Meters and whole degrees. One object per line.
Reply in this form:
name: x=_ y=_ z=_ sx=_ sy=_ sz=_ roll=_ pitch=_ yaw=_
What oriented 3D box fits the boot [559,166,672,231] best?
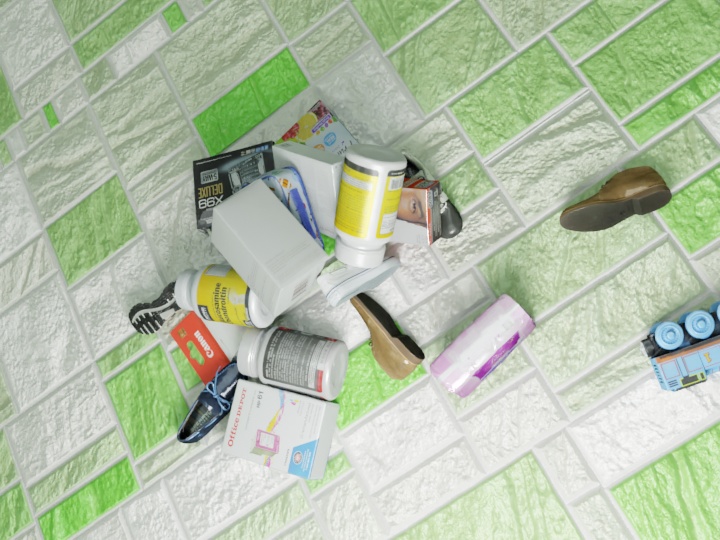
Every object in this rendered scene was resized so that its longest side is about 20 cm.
boot: x=0.454 y=-0.129 z=1.323 sx=0.196 sy=0.074 sz=0.077 roll=-17 pitch=54 yaw=10

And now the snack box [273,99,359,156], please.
snack box: x=-0.071 y=-0.237 z=1.520 sx=0.142 sy=0.053 sz=0.201 roll=-42 pitch=69 yaw=7

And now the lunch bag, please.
lunch bag: x=-0.151 y=-0.097 z=1.439 sx=0.158 sy=0.075 sz=0.204 roll=-9 pitch=105 yaw=46

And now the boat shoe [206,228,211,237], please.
boat shoe: x=-0.245 y=-0.029 z=1.528 sx=0.062 sy=0.073 sz=0.200 roll=-42 pitch=71 yaw=-10

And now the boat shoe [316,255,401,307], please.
boat shoe: x=0.000 y=0.000 z=1.374 sx=0.067 sy=0.198 sz=0.074 roll=51 pitch=131 yaw=13

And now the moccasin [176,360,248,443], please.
moccasin: x=-0.295 y=0.273 z=1.464 sx=0.080 sy=0.068 sz=0.202 roll=34 pitch=93 yaw=9

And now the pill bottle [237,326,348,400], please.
pill bottle: x=-0.131 y=0.173 z=1.409 sx=0.196 sy=0.114 sz=0.117 roll=11 pitch=81 yaw=17

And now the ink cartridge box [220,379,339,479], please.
ink cartridge box: x=-0.156 y=0.306 z=1.407 sx=0.196 sy=0.085 sz=0.148 roll=10 pitch=81 yaw=21

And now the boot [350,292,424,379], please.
boot: x=0.033 y=0.122 z=1.391 sx=0.076 sy=0.073 sz=0.201 roll=-51 pitch=63 yaw=22

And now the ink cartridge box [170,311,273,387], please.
ink cartridge box: x=-0.300 y=0.117 z=1.519 sx=0.199 sy=0.057 sz=0.163 roll=-42 pitch=69 yaw=0

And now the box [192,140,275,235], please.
box: x=-0.263 y=-0.177 z=1.572 sx=0.195 sy=0.050 sz=0.162 roll=-11 pitch=75 yaw=15

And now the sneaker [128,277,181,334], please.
sneaker: x=-0.417 y=0.072 z=1.564 sx=0.198 sy=0.080 sz=0.075 roll=-28 pitch=100 yaw=25

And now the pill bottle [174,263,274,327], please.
pill bottle: x=-0.265 y=0.047 z=1.437 sx=0.196 sy=0.112 sz=0.115 roll=5 pitch=79 yaw=23

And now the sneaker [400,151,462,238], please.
sneaker: x=0.124 y=-0.149 z=1.418 sx=0.074 sy=0.088 sz=0.201 roll=-38 pitch=70 yaw=5

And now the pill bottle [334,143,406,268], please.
pill bottle: x=0.012 y=-0.116 z=1.318 sx=0.112 sy=0.114 sz=0.204 roll=21 pitch=114 yaw=21

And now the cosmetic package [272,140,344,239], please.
cosmetic package: x=-0.092 y=-0.160 z=1.431 sx=0.198 sy=0.051 sz=0.154 roll=25 pitch=127 yaw=45

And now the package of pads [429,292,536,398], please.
package of pads: x=0.219 y=0.137 z=1.301 sx=0.200 sy=0.120 sz=0.076 roll=-45 pitch=68 yaw=4

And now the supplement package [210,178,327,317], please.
supplement package: x=-0.171 y=-0.042 z=1.333 sx=0.117 sy=0.117 sz=0.201 roll=-36 pitch=76 yaw=-27

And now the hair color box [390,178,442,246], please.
hair color box: x=0.056 y=-0.118 z=1.401 sx=0.196 sy=0.064 sz=0.114 roll=8 pitch=114 yaw=31

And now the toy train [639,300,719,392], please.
toy train: x=0.572 y=0.123 z=1.210 sx=0.196 sy=0.087 sz=0.117 roll=-21 pitch=81 yaw=10
